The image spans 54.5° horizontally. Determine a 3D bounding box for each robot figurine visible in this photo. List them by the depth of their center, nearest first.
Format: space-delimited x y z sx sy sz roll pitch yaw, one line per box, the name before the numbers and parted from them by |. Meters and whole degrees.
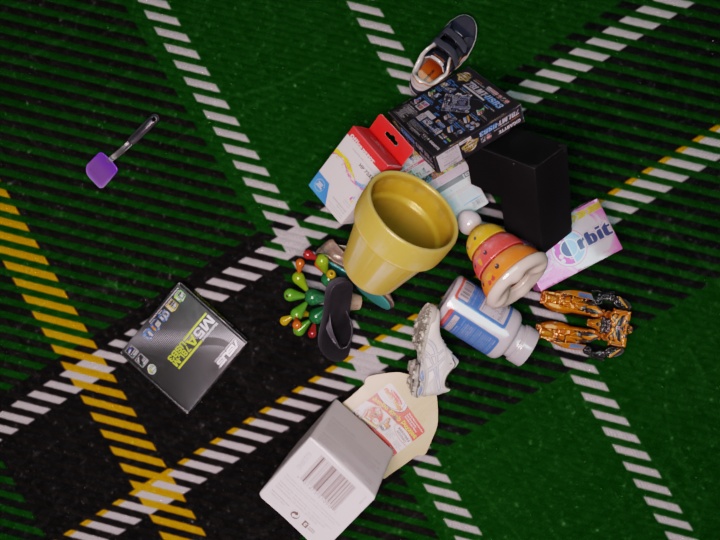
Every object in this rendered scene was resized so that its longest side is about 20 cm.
robot figurine | 0.464 0.107 1.437 0.197 0.058 0.147 9 91 2

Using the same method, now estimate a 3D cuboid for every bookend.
bookend | 0.305 -0.166 1.370 0.092 0.198 0.202 -34 130 -21

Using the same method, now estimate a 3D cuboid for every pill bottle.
pill bottle | 0.256 0.107 1.417 0.199 0.112 0.113 33 90 2

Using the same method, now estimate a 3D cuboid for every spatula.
spatula | -0.503 -0.262 1.489 0.200 0.021 0.057 -45 101 -2

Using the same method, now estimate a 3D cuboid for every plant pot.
plant pot | 0.060 -0.059 1.361 0.200 0.201 0.189 39 132 2

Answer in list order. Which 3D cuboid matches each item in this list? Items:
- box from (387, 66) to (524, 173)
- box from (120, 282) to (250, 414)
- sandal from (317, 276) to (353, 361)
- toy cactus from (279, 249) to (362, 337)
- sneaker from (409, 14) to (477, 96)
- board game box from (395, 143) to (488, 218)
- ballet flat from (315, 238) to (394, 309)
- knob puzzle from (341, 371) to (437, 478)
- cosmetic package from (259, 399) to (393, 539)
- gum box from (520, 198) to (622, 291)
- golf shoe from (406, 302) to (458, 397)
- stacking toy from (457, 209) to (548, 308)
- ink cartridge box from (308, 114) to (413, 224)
box | 0.183 -0.301 1.370 0.197 0.050 0.200 -30 45 -6
box | -0.367 0.161 1.468 0.193 0.048 0.200 42 91 4
sandal | -0.045 0.109 1.408 0.075 0.043 0.202 -20 129 -27
toy cactus | -0.074 0.057 1.430 0.163 0.102 0.202 7 110 -20
sneaker | 0.176 -0.449 1.444 0.078 0.079 0.201 35 89 3
board game box | 0.150 -0.187 1.449 0.146 0.064 0.202 -29 90 0
ballet flat | 0.000 0.000 1.453 0.199 0.068 0.068 36 66 0
knob puzzle | 0.075 0.300 1.460 0.216 0.030 0.223 0 89 2
cosmetic package | -0.060 0.392 1.362 0.165 0.200 0.165 42 106 4
gum box | 0.416 -0.049 1.436 0.198 0.066 0.114 -28 89 1
golf shoe | 0.151 0.159 1.400 0.096 0.078 0.202 3 113 -8
stacking toy | 0.254 -0.039 1.367 0.146 0.146 0.201 -39 64 1
ink cartridge box | 0.001 -0.205 1.402 0.116 0.067 0.200 49 116 18
